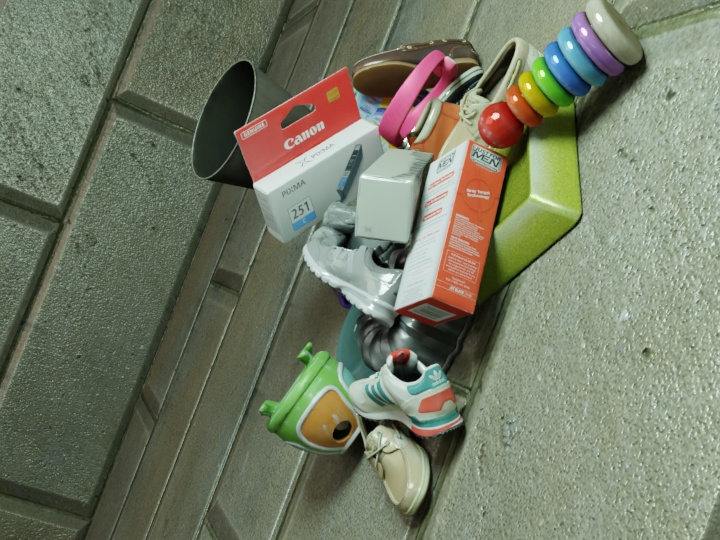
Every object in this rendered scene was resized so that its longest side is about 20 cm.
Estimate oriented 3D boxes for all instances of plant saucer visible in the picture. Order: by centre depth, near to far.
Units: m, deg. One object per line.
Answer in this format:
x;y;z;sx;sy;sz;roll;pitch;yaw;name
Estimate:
0.181;-0.092;1.109;0.200;0.048;0.201;-47;28;46;plant saucer
0.011;0.093;1.384;0.200;0.036;0.201;-54;23;36;plant saucer

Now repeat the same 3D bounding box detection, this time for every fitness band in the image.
0.081;-0.244;1.318;0.144;0.037;0.200;-51;-5;5;fitness band

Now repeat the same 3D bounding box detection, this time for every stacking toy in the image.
0.211;-0.210;1.030;0.200;0.085;0.086;-37;33;30;stacking toy

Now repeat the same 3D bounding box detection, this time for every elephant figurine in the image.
0.006;-0.043;1.361;0.200;0.154;0.142;-13;-55;-79;elephant figurine

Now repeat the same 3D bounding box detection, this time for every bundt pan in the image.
0.062;0.053;1.203;0.202;0.075;0.203;-43;34;40;bundt pan

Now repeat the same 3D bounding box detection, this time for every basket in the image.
-0.124;-0.185;1.358;0.136;0.199;0.181;21;89;51;basket

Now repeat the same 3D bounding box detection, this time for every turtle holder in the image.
-0.063;0.198;1.308;0.141;0.131;0.186;-54;0;-27;turtle holder

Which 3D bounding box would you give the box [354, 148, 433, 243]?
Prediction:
0.046;-0.100;1.176;0.200;0.068;0.083;-58;-26;-69;box

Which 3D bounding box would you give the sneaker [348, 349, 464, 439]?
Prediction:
0.047;0.134;1.106;0.199;0.070;0.094;8;114;59;sneaker

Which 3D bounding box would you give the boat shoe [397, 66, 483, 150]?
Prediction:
0.122;-0.214;1.363;0.200;0.062;0.075;-52;-6;3;boat shoe

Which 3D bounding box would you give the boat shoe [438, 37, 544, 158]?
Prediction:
0.159;-0.211;1.199;0.200;0.065;0.072;-51;39;18;boat shoe

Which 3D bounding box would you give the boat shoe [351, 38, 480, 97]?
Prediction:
0.082;-0.313;1.406;0.071;0.198;0.071;96;166;-56;boat shoe

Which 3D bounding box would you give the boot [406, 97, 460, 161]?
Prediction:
0.098;-0.147;1.308;0.201;0.107;0.075;-64;21;16;boot

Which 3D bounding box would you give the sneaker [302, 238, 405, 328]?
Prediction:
0.000;0.000;1.194;0.082;0.075;0.200;-54;45;0;sneaker

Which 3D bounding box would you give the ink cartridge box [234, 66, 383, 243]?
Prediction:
-0.063;-0.162;1.302;0.199;0.177;0.045;-34;42;-20;ink cartridge box

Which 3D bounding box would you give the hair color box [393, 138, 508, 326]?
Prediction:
0.107;-0.043;1.088;0.101;0.061;0.201;-26;46;64;hair color box

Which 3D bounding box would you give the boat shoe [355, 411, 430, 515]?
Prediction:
0.034;0.224;1.134;0.072;0.065;0.200;-61;20;19;boat shoe

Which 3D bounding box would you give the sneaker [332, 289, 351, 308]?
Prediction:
0.015;-0.019;1.471;0.084;0.080;0.201;-111;35;-44;sneaker

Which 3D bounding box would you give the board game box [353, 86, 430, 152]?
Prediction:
0.037;-0.205;1.463;0.201;0.150;0.047;-68;19;1;board game box
